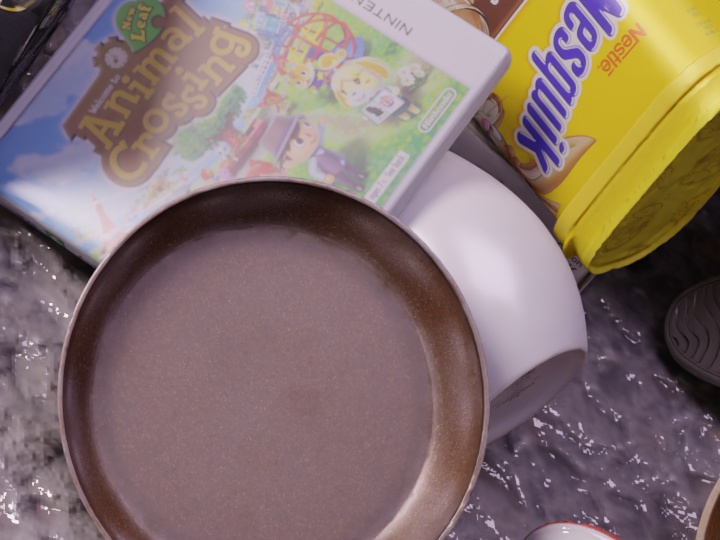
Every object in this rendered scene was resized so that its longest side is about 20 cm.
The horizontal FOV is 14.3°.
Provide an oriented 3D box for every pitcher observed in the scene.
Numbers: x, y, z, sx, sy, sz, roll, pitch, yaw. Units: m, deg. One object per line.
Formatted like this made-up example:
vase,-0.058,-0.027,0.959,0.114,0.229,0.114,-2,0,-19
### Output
pitcher,0.000,0.000,1.402,0.171,0.121,0.200,-32,71,-19

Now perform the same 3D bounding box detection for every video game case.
video game case,-0.058,-0.074,1.364,0.182,0.022,0.200,33,75,14

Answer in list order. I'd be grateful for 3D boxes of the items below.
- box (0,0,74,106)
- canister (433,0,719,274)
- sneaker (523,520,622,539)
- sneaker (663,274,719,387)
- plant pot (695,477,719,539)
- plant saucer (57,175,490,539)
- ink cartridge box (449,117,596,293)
box,-0.154,-0.146,1.367,0.049,0.161,0.200,34,39,-7
canister,0.106,-0.121,1.432,0.086,0.149,0.200,-17,63,-47
sneaker,0.149,0.209,1.344,0.200,0.078,0.116,23,47,7
sneaker,0.269,0.053,1.582,0.199,0.106,0.075,5,72,12
plant pot,0.289,0.134,1.460,0.186,0.186,0.200,47,26,9
plant saucer,-0.040,0.059,1.292,0.200,0.032,0.201,2,83,-15
ink cartridge box,0.095,-0.074,1.564,0.147,0.083,0.200,42,38,2
